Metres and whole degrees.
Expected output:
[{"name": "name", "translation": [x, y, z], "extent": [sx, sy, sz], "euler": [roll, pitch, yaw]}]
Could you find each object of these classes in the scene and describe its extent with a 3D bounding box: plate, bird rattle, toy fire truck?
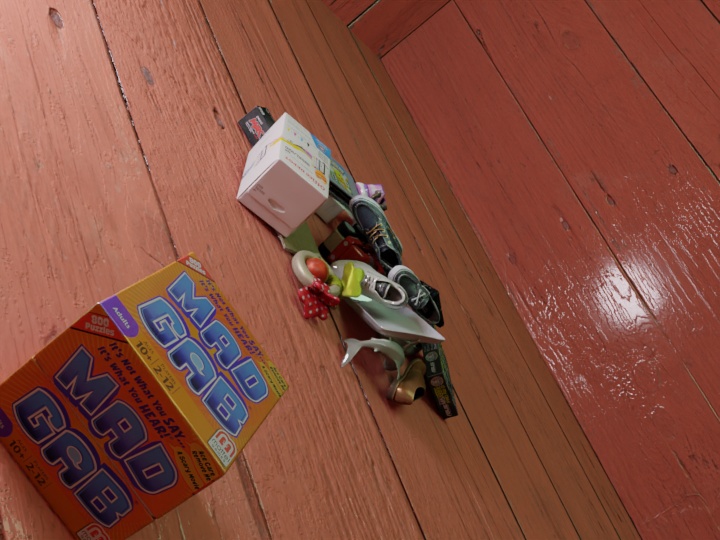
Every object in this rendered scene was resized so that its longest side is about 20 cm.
[{"name": "plate", "translation": [0.071, 0.114, 1.610], "extent": [0.197, 0.033, 0.200], "euler": [14, 15, -37]}, {"name": "bird rattle", "translation": [-0.091, 0.028, 1.504], "extent": [0.164, 0.113, 0.199], "euler": [49, 30, 15]}, {"name": "toy fire truck", "translation": [0.000, 0.000, 1.713], "extent": [0.201, 0.129, 0.175], "euler": [52, 17, 20]}]

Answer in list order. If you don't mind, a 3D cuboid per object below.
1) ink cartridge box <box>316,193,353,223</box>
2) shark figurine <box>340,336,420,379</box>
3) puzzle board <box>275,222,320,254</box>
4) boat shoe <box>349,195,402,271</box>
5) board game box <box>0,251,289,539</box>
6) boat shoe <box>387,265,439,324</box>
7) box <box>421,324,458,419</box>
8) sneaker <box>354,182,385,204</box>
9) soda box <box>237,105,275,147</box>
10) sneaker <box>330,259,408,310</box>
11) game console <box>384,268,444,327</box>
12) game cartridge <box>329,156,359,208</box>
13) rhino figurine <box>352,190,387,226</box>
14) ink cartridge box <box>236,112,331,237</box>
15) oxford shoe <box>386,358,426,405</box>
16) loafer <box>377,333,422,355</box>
[{"name": "ink cartridge box", "translation": [-0.105, -0.209, 1.829], "extent": [0.200, 0.067, 0.117], "euler": [44, 23, -29]}, {"name": "shark figurine", "translation": [0.056, 0.194, 1.514], "extent": [0.213, 0.126, 0.091], "euler": [29, 44, -51]}, {"name": "puzzle board", "translation": [-0.166, -0.113, 1.610], "extent": [0.150, 0.017, 0.203], "euler": [22, 39, -57]}, {"name": "boat shoe", "translation": [0.044, -0.090, 1.690], "extent": [0.201, 0.070, 0.091], "euler": [51, 17, -26]}, {"name": "board game box", "translation": [-0.237, 0.138, 0.764], "extent": [0.201, 0.198, 0.200], "euler": [54, 19, -5]}, {"name": "boat shoe", "translation": [0.138, 0.066, 1.716], "extent": [0.068, 0.072, 0.201], "euler": [35, -15, 51]}, {"name": "box", "translation": [0.200, 0.255, 1.801], "extent": [0.202, 0.043, 0.162], "euler": [-94, 165, -54]}, {"name": "sneaker", "translation": [0.028, -0.175, 1.956], "extent": [0.201, 0.087, 0.082], "euler": [98, -25, -58]}, {"name": "soda box", "translation": [-0.214, -0.297, 1.695], "extent": [0.202, 0.070, 0.063], "euler": [58, 18, 3]}, {"name": "sneaker", "translation": [0.020, 0.027, 1.594], "extent": [0.197, 0.078, 0.081], "euler": [23, -2, 3]}, {"name": "game console", "translation": [0.117, 0.070, 1.880], "extent": [0.199, 0.115, 0.179], "euler": [36, -33, 50]}, {"name": "game cartridge", "translation": [-0.071, -0.244, 1.814], "extent": [0.199, 0.040, 0.135], "euler": [34, 25, -48]}, {"name": "rhino figurine", "translation": [0.009, -0.118, 1.843], "extent": [0.060, 0.201, 0.087], "euler": [42, 55, 17]}, {"name": "ink cartridge box", "translation": [-0.163, -0.211, 1.531], "extent": [0.146, 0.144, 0.202], "euler": [36, 31, -26]}, {"name": "oxford shoe", "translation": [0.123, 0.264, 1.603], "extent": [0.070, 0.073, 0.200], "euler": [21, 21, 15]}, {"name": "loafer", "translation": [0.115, 0.167, 1.766], "extent": [0.199, 0.069, 0.071], "euler": [25, 38, -56]}]
